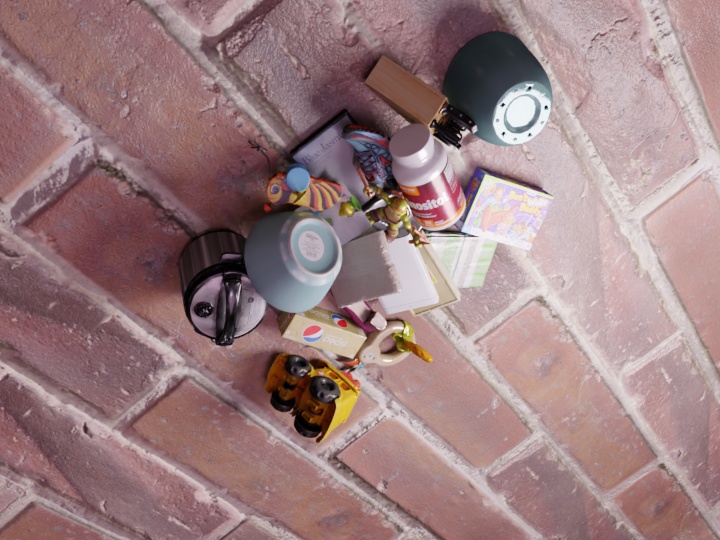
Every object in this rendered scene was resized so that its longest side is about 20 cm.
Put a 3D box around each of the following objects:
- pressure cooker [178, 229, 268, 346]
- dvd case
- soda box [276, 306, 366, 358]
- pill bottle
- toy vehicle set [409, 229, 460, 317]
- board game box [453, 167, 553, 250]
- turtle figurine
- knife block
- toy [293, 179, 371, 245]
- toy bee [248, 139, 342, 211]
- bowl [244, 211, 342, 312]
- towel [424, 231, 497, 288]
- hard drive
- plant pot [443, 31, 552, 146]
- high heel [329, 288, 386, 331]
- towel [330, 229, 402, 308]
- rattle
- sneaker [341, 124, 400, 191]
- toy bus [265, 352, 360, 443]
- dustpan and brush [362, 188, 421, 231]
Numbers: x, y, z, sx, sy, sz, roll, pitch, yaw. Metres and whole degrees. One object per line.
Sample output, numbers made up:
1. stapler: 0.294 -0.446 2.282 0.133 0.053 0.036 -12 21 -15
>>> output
1. pressure cooker: -0.272 0.040 1.518 0.177 0.201 0.177 -34 127 6
2. dvd case: -0.033 -0.210 1.547 0.142 0.018 0.200 -35 128 7
3. soda box: -0.087 0.134 1.738 0.197 0.064 0.068 21 115 -30
4. pill bottle: 0.127 -0.181 1.480 0.112 0.114 0.201 -30 135 3
5. toy vehicle set: 0.129 0.011 1.713 0.122 0.027 0.201 -20 124 23
6. board game box: 0.319 -0.135 1.699 0.197 0.045 0.137 12 110 -27
7. turtle figurine: 0.057 -0.119 1.518 0.200 0.161 0.065 43 70 -3
8. knife block: 0.123 -0.309 1.429 0.199 0.175 0.065 34 92 -34
9. toy: -0.082 -0.094 1.577 0.198 0.047 0.116 -30 105 24
10. toy bee: -0.140 -0.158 1.487 0.197 0.131 0.110 29 102 8
11. bowl: -0.112 -0.030 1.461 0.198 0.205 0.104 21 154 -31
12. towel: 0.214 -0.024 1.766 0.196 0.031 0.151 0 126 -23
13. hard drive: 0.081 0.007 1.680 0.129 0.027 0.202 -13 127 19
14. plant pot: 0.281 -0.336 1.483 0.196 0.162 0.204 -10 127 -13
15. high heel: -0.029 0.067 1.730 0.068 0.096 0.201 -46 108 -21
16. towel: 0.000 0.000 1.588 0.034 0.198 0.135 -25 96 -43
17. rattle: 0.057 0.219 1.808 0.197 0.144 0.131 -25 147 -10
18. sneaker: 0.034 -0.216 1.499 0.198 0.079 0.097 24 91 -41
19. toy bus: -0.096 0.273 1.788 0.191 0.199 0.137 -20 141 -53
20. dustpan and brush: 0.107 -0.147 1.615 0.138 0.058 0.201 27 111 -33
